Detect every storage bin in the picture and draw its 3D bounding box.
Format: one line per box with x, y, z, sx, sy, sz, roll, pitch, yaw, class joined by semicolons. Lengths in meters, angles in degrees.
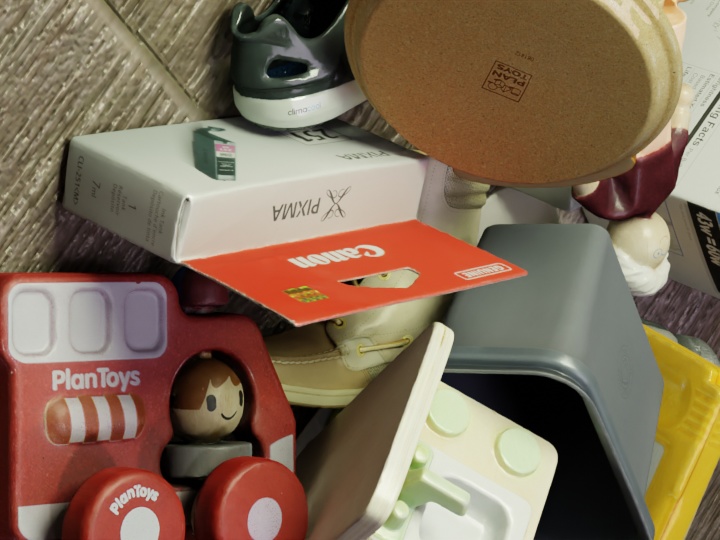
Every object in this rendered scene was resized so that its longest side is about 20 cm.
0.107;0.072;1.296;0.201;0.144;0.135;64;37;-42;storage bin

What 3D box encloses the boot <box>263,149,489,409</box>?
0.000;0.000;1.294;0.199;0.073;0.157;-4;106;-40;boot

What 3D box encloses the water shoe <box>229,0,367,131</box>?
0.008;-0.150;1.218;0.200;0.071;0.079;-36;134;-35;water shoe

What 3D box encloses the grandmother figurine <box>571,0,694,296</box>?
0.166;-0.075;1.291;0.121;0.060;0.201;-21;124;-31;grandmother figurine

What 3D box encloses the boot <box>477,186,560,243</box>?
0.090;0.030;1.422;0.090;0.072;0.202;-66;169;-73;boot

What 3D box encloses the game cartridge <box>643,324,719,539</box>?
0.155;0.133;1.408;0.032;0.176;0.201;17;98;-33;game cartridge

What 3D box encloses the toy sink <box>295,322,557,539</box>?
0.030;0.142;1.201;0.200;0.111;0.131;-48;-164;52;toy sink

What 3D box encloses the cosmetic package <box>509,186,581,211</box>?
0.119;-0.153;1.326;0.081;0.112;0.202;-27;127;-42;cosmetic package

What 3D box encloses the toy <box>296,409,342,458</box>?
0.005;0.126;1.389;0.200;0.047;0.116;-49;143;-22;toy

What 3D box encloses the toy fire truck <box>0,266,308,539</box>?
-0.115;0.081;1.157;0.199;0.112;0.170;-1;93;-41;toy fire truck

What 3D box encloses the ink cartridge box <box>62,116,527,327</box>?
-0.030;-0.034;1.146;0.199;0.173;0.044;-11;119;-49;ink cartridge box

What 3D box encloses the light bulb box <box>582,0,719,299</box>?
0.282;-0.088;1.493;0.199;0.199;0.125;-52;142;-17;light bulb box

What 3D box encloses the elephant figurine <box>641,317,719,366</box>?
0.168;0.132;1.536;0.154;0.141;0.202;12;94;-39;elephant figurine

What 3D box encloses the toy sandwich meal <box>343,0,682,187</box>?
0.088;-0.122;1.162;0.206;0.203;0.071;69;29;-44;toy sandwich meal
